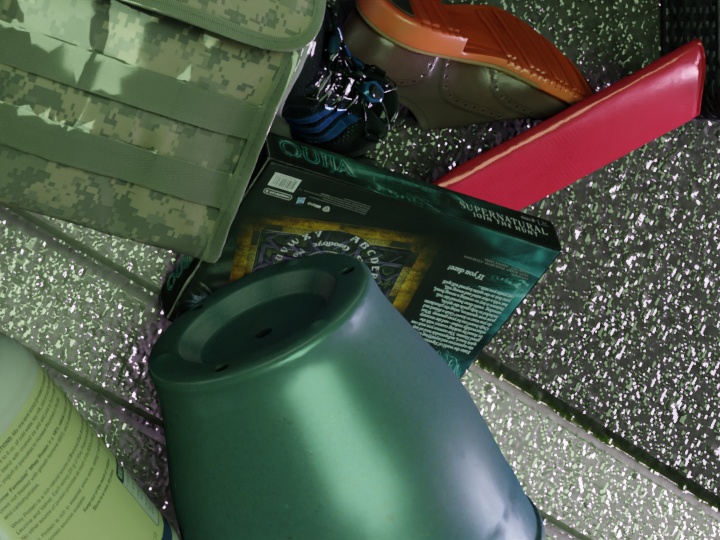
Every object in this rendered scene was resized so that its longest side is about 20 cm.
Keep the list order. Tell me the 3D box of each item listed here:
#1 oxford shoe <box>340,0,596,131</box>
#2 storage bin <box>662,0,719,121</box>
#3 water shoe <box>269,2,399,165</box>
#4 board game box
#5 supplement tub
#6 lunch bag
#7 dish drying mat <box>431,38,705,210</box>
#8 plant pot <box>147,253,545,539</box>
[{"bbox_3d":[0.065,-0.119,1.297,0.199,0.071,0.073,18,122,-34],"label":"oxford shoe"},{"bbox_3d":[0.304,-0.169,1.387,0.199,0.094,0.136,-5,98,-26],"label":"storage bin"},{"bbox_3d":[-0.015,-0.108,1.174,0.078,0.200,0.072,10,78,0],"label":"water shoe"},{"bbox_3d":[0.000,0.000,1.242,0.199,0.028,0.136,17,128,-27],"label":"board game box"},{"bbox_3d":[-0.202,0.126,1.129,0.145,0.145,0.201,-43,112,-17],"label":"supplement tub"},{"bbox_3d":[-0.116,-0.126,1.040,0.163,0.118,0.201,16,105,-28],"label":"lunch bag"},{"bbox_3d":[0.125,-0.077,1.310,0.199,0.077,0.018,-28,64,-12],"label":"dish drying mat"},{"bbox_3d":[-0.021,0.101,1.180,0.199,0.200,0.189,-32,112,-21],"label":"plant pot"}]
